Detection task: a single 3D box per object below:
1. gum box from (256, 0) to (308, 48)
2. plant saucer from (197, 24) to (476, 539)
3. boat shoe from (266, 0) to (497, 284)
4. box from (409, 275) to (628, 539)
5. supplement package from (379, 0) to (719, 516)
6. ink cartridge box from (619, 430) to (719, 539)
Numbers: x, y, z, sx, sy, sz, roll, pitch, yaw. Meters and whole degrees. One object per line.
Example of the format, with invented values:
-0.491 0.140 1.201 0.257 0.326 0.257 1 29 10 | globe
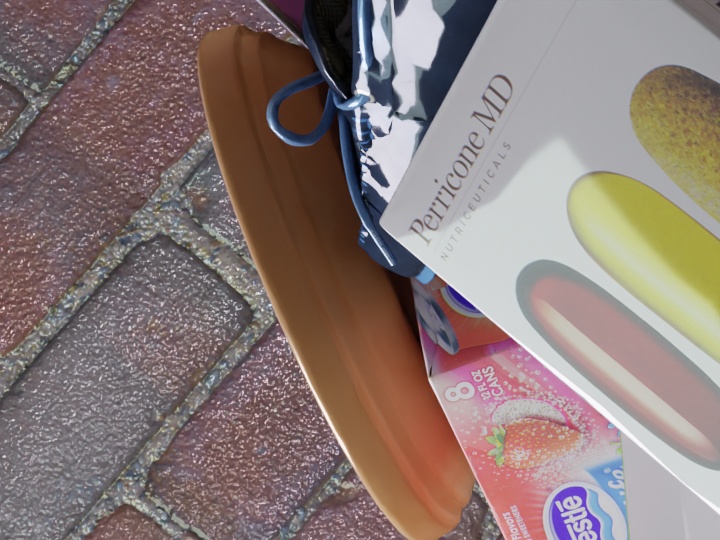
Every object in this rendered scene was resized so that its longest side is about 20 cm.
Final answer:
0.012 -0.132 0.833 0.200 0.114 0.066 40 -179 -45 | gum box
0.000 0.000 0.807 0.200 0.037 0.201 -23 -90 -82 | plant saucer
0.017 -0.076 0.640 0.068 0.084 0.200 18 140 4 | boat shoe
0.095 0.060 0.780 0.095 0.102 0.200 -99 -14 -52 | box
0.125 -0.006 0.559 0.200 0.114 0.109 40 -140 15 | supplement package
0.179 0.086 0.633 0.199 0.067 0.117 16 -138 -14 | ink cartridge box
